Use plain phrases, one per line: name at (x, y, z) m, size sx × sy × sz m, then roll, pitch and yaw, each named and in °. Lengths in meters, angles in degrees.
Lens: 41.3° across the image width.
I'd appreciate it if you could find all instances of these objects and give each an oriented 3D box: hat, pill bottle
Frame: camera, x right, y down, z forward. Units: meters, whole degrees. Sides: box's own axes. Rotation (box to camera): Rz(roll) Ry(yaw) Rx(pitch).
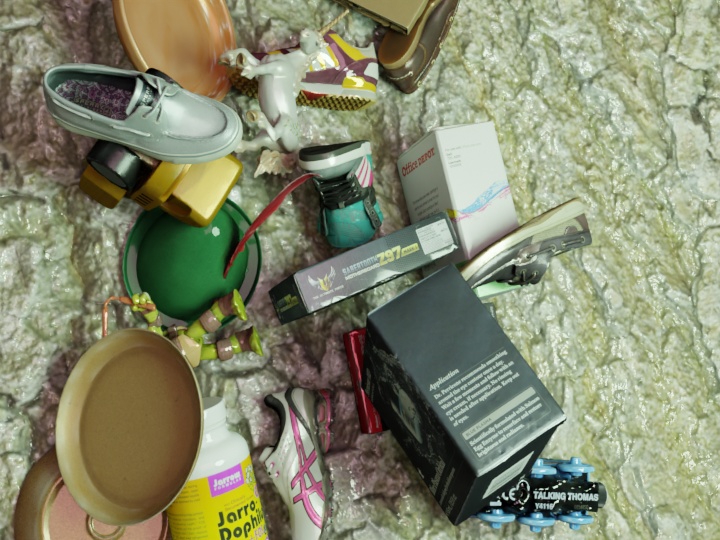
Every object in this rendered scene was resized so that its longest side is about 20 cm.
hat at (-0.171, -0.034, 1.062) m, size 0.163 × 0.176 × 0.203 m, roll 26°, pitch 75°, yaw -11°
pill bottle at (-0.163, 0.247, 1.046) m, size 0.102 × 0.104 × 0.205 m, roll -14°, pitch 97°, yaw -18°

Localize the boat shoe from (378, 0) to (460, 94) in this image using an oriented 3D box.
boat shoe at (0.087, -0.326, 1.247) m, size 0.070 × 0.070 × 0.203 m, roll 44°, pitch 70°, yaw -46°

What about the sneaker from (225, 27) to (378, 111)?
sneaker at (-0.071, -0.257, 1.183) m, size 0.196 × 0.075 × 0.092 m, roll 6°, pitch 80°, yaw -26°

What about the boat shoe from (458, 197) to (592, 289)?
boat shoe at (0.185, -0.015, 1.071) m, size 0.198 × 0.072 × 0.066 m, roll -30°, pitch 87°, yaw -26°

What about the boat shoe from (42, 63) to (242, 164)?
boat shoe at (-0.213, -0.156, 0.928) m, size 0.196 × 0.072 × 0.072 m, roll 11°, pitch 75°, yaw -1°

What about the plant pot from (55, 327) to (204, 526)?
plant pot at (-0.240, 0.164, 1.008) m, size 0.196 × 0.027 × 0.205 m, roll -6°, pitch 77°, yaw 27°

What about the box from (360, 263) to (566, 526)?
box at (0.099, 0.138, 1.026) m, size 0.116 × 0.198 × 0.201 m, roll -28°, pitch 66°, yaw -16°

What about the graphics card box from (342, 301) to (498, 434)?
graphics card box at (0.083, 0.119, 1.182) m, size 0.196 × 0.051 × 0.128 m, roll -11°, pitch 84°, yaw -16°

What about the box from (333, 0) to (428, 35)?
box at (0.038, -0.417, 1.233) m, size 0.161 × 0.021 × 0.202 m, roll 27°, pitch 75°, yaw 13°

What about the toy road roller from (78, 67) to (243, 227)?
toy road roller at (-0.218, -0.116, 1.055) m, size 0.145 × 0.199 × 0.124 m, roll 37°, pitch 74°, yaw -17°

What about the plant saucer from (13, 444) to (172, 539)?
plant saucer at (-0.281, 0.276, 1.058) m, size 0.195 × 0.035 × 0.205 m, roll 3°, pitch 81°, yaw -17°

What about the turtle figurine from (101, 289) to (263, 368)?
turtle figurine at (-0.194, 0.099, 1.092) m, size 0.158 × 0.064 × 0.204 m, roll -22°, pitch 102°, yaw -1°

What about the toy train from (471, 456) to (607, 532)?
toy train at (0.199, 0.267, 1.161) m, size 0.195 × 0.114 × 0.089 m, roll 5°, pitch 83°, yaw -16°

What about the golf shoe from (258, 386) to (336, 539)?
golf shoe at (-0.075, 0.239, 1.110) m, size 0.090 × 0.073 × 0.205 m, roll 2°, pitch 71°, yaw -10°

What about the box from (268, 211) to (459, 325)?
box at (0.000, 0.000, 1.119) m, size 0.197 × 0.158 × 0.052 m, roll -22°, pitch 87°, yaw -17°

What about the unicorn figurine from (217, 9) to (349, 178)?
unicorn figurine at (-0.095, -0.207, 1.085) m, size 0.136 × 0.073 × 0.205 m, roll 0°, pitch 100°, yaw -52°

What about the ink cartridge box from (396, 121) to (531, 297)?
ink cartridge box at (0.124, -0.064, 1.171) m, size 0.082 × 0.145 × 0.205 m, roll -12°, pitch 85°, yaw -19°

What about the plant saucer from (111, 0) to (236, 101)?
plant saucer at (-0.218, -0.284, 1.110) m, size 0.199 × 0.037 × 0.205 m, roll 28°, pitch 57°, yaw -54°

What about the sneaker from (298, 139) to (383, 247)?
sneaker at (-0.023, -0.087, 1.122) m, size 0.082 × 0.200 × 0.124 m, roll -5°, pitch 97°, yaw 13°
